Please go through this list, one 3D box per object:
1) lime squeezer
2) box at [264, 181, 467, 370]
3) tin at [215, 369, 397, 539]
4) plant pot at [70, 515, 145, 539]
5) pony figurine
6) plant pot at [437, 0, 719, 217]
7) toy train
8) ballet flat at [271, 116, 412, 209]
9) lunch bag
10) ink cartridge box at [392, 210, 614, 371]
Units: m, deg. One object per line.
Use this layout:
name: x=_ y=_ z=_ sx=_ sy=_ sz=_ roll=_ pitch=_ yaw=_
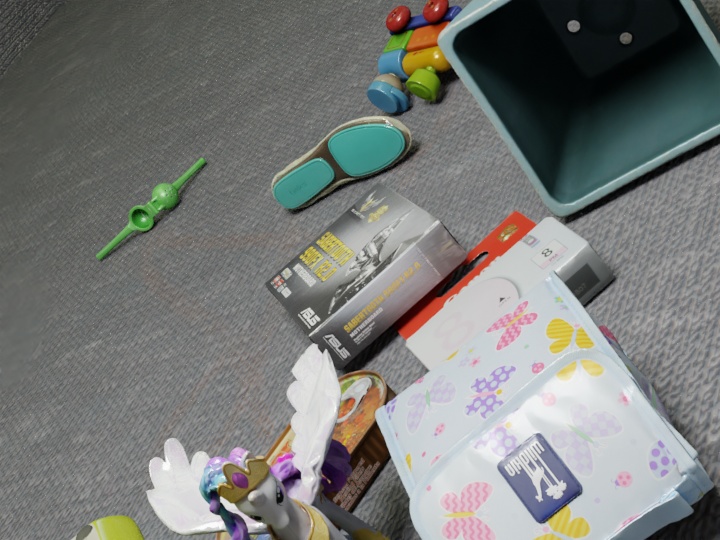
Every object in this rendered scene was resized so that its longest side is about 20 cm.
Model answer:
lime squeezer: x=-0.286 y=-0.087 z=1.943 sx=0.200 sy=0.038 sz=0.071 roll=-44 pitch=25 yaw=-6
box: x=0.000 y=0.000 z=1.360 sx=0.158 sy=0.048 sz=0.200 roll=-42 pitch=20 yaw=-2
tin: x=-0.039 y=0.167 z=1.171 sx=0.112 sy=0.042 sz=0.200 roll=3 pitch=49 yaw=52
plant pot: x=-0.162 y=0.297 z=0.960 sx=0.199 sy=0.182 sz=0.200 roll=-42 pitch=26 yaw=-4
pony figurine: x=-0.044 y=0.163 z=0.987 sx=0.166 sy=0.200 sz=0.193 roll=-41 pitch=24 yaw=1
plant pot: x=0.213 y=-0.204 z=1.259 sx=0.196 sy=0.196 sz=0.200 roll=-29 pitch=17 yaw=25
toy train: x=0.092 y=-0.243 z=1.619 sx=0.200 sy=0.085 sz=0.116 roll=-1 pitch=56 yaw=54
ballet flat: x=-0.021 y=-0.132 z=1.609 sx=0.200 sy=0.067 sz=0.062 roll=-23 pitch=20 yaw=33
lunch bag: x=0.117 y=0.119 z=0.925 sx=0.170 sy=0.127 sz=0.200 roll=-38 pitch=31 yaw=10
ink cartridge box: x=0.102 y=0.014 z=1.211 sx=0.163 sy=0.057 sz=0.200 roll=-42 pitch=29 yaw=-1
